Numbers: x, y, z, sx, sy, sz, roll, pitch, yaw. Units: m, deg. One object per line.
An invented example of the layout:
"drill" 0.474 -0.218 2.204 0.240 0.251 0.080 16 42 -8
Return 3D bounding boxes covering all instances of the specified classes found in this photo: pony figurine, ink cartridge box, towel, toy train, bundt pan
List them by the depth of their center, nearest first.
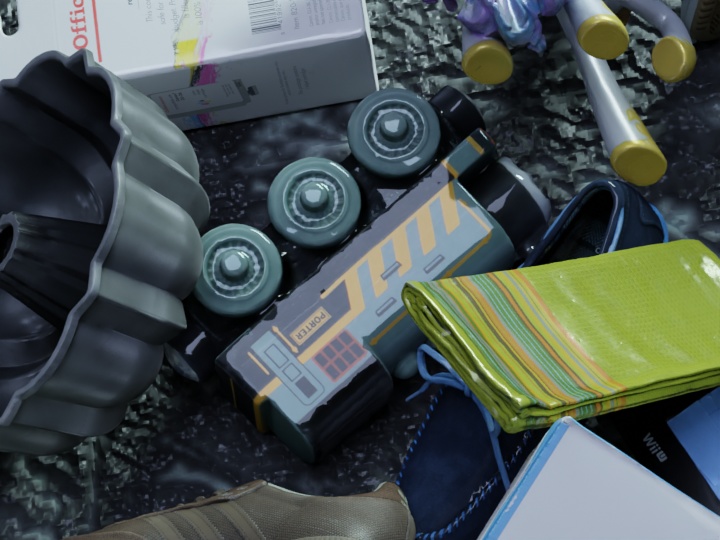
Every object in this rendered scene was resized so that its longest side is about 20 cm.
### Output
"ink cartridge box" 0.099 0.155 1.236 0.125 0.200 0.129 32 85 5
"towel" 0.112 0.023 1.281 0.199 0.018 0.086 -10 50 -43
"bundt pan" -0.142 0.000 1.371 0.202 0.076 0.203 -33 45 41
"pony figurine" 0.078 -0.156 1.383 0.167 0.193 0.200 -44 33 26
"toy train" 0.000 0.000 1.394 0.200 0.085 0.114 -41 78 -13
"ink cartridge box" -0.098 -0.137 1.477 0.199 0.068 0.117 -9 63 2

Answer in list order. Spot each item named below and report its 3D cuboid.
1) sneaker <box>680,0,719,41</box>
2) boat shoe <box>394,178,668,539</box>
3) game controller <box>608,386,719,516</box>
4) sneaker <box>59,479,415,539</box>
"sneaker" 0.176 -0.213 1.407 0.071 0.200 0.113 -24 59 -30
"boat shoe" 0.068 0.040 1.356 0.084 0.069 0.201 22 77 30
"game controller" 0.198 0.099 1.334 0.104 0.042 0.200 -30 63 -6
"sneaker" -0.067 0.139 1.345 0.199 0.071 0.076 -4 33 21
